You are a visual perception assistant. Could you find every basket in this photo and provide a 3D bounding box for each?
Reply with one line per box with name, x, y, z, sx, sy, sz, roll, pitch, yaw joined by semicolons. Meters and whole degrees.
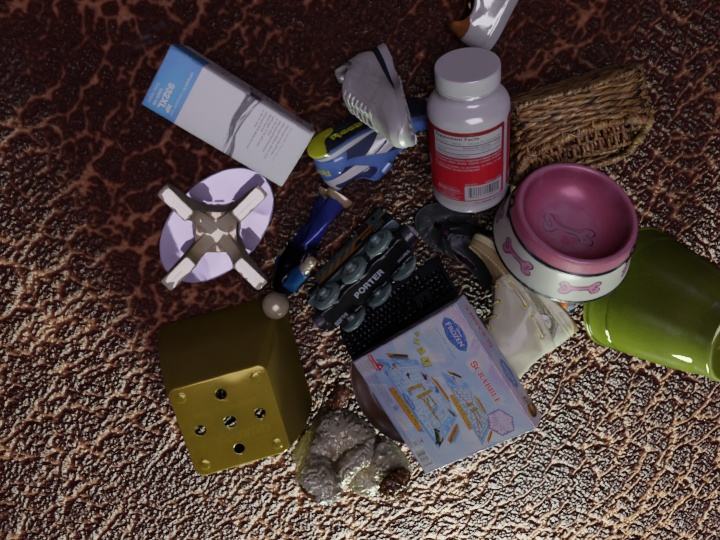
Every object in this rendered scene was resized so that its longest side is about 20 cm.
basket;0.306;-0.192;0.946;0.197;0.143;0.151;-16;107;-2

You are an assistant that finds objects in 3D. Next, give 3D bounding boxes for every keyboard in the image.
keyboard;0.043;0.048;1.003;0.199;0.040;0.105;-36;65;18

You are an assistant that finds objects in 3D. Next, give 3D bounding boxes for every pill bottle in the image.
pill bottle;0.147;-0.187;0.905;0.111;0.113;0.201;-14;135;-3

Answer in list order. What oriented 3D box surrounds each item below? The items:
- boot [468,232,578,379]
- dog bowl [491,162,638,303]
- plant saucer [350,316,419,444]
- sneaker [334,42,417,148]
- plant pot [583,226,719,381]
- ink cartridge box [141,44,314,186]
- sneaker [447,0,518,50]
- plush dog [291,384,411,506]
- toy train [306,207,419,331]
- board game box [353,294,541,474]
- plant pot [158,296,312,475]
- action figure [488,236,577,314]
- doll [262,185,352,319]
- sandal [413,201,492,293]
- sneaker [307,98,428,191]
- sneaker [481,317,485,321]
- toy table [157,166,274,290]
boot;0.192;0.061;0.966;0.155;0.072;0.200;-44;86;5
dog bowl;0.285;-0.061;0.914;0.197;0.202;0.074;-1;149;-6
plant saucer;0.076;0.168;1.033;0.198;0.032;0.203;6;101;30
sneaker;0.021;-0.221;0.885;0.079;0.201;0.077;-16;135;0
plant pot;0.470;0.060;0.978;0.198;0.193;0.203;-12;115;-27
ink cartridge box;-0.168;-0.206;0.882;0.199;0.145;0.084;30;101;-14
sneaker;0.185;-0.407;0.905;0.084;0.073;0.202;23;103;-15
plush dog;0.001;0.283;1.025;0.170;0.200;0.162;30;83;-6
toy train;0.000;0.000;0.979;0.200;0.114;0.085;-45;119;9
board game box;0.118;0.166;0.949;0.199;0.041;0.201;-33;91;33
plant pot;-0.184;0.177;0.974;0.197;0.177;0.203;-15;107;-3
action figure;0.300;-0.020;1.014;0.199;0.104;0.195;30;87;-22
doll;-0.084;-0.023;0.955;0.048;0.136;0.202;30;88;-24
sandal;0.168;-0.036;1.022;0.200;0.048;0.076;36;99;-16
sneaker;0.023;-0.181;0.953;0.198;0.074;0.083;-25;127;-7
sneaker;0.183;0.128;1.043;0.198;0.081;0.077;-28;121;4
toy table;-0.203;-0.053;0.938;0.183;0.117;0.201;33;99;-15
